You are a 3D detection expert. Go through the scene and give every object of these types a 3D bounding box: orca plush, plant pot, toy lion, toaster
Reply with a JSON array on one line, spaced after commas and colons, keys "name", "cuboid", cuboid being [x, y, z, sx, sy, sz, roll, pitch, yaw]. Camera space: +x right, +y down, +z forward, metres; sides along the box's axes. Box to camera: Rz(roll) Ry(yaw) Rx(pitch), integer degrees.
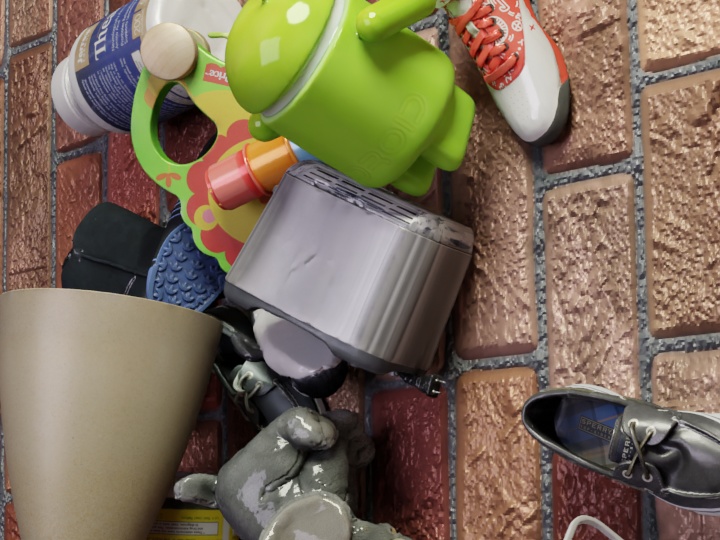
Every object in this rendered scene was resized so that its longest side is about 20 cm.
[{"name": "orca plush", "cuboid": [-0.065, 0.062, 1.588, 0.200, 0.105, 0.071, 30, 140, 45]}, {"name": "plant pot", "cuboid": [-0.218, 0.132, 1.554, 0.187, 0.187, 0.201, -6, 73, 50]}, {"name": "toy lion", "cuboid": [-0.099, -0.094, 1.581, 0.199, 0.069, 0.192, 14, 94, 8]}, {"name": "toaster", "cuboid": [0.000, 0.000, 1.462, 0.200, 0.114, 0.130, 26, 95, 30]}]

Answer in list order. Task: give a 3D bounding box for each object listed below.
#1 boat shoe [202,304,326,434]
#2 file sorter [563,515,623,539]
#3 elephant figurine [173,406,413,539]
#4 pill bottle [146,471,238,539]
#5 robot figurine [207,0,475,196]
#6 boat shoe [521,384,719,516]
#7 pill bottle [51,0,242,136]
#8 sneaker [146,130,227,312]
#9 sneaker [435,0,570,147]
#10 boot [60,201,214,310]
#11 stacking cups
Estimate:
[{"name": "boat shoe", "cuboid": [-0.093, 0.102, 1.621, 0.200, 0.062, 0.073, 53, 125, 39]}, {"name": "file sorter", "cuboid": [0.121, 0.282, 1.251, 0.124, 0.139, 0.200, 39, 125, -3]}, {"name": "elephant figurine", "cuboid": [-0.024, 0.214, 1.460, 0.155, 0.141, 0.200, -44, 49, 28]}, {"name": "pill bottle", "cuboid": [-0.164, 0.277, 1.646, 0.112, 0.112, 0.201, -2, 84, 50]}, {"name": "robot figurine", "cuboid": [-0.012, -0.138, 1.388, 0.175, 0.200, 0.116, -37, 29, 49]}, {"name": "boat shoe", "cuboid": [0.187, 0.116, 1.280, 0.200, 0.066, 0.070, 22, 103, 49]}, {"name": "pill bottle", "cuboid": [-0.199, -0.190, 1.743, 0.200, 0.111, 0.111, -19, 71, 47]}, {"name": "sneaker", "cuboid": [-0.129, -0.045, 1.649, 0.201, 0.070, 0.078, -63, 12, -9]}, {"name": "sneaker", "cuboid": [0.084, -0.187, 1.407, 0.067, 0.108, 0.202, -32, 62, 43]}, {"name": "boot", "cuboid": [-0.215, 0.043, 1.760, 0.168, 0.076, 0.201, 12, 88, 46]}, {"name": "stacking cups", "cuboid": [-0.029, -0.101, 1.512, 0.200, 0.060, 0.061, -28, 63, 19]}]
